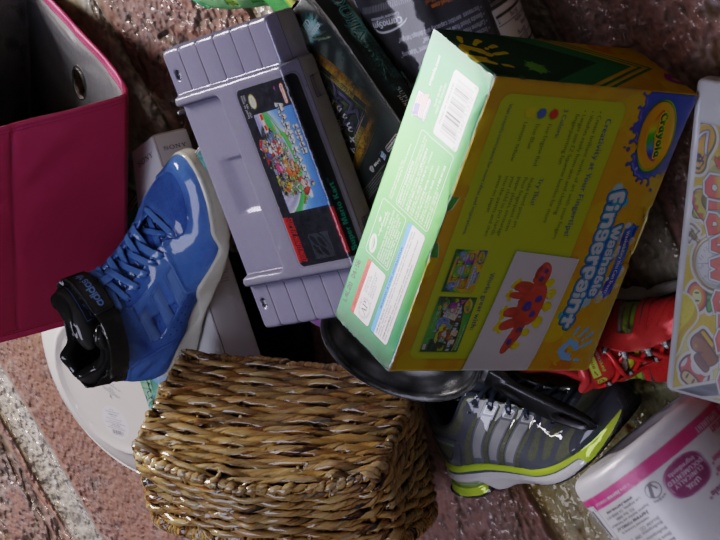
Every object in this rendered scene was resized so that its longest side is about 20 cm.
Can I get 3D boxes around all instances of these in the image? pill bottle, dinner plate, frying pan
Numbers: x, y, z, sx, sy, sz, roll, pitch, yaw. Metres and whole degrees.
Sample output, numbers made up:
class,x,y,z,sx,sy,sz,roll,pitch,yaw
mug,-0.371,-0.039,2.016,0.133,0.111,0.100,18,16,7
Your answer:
class,x,y,z,sx,sy,sz,roll,pitch,yaw
pill bottle,0.059,-0.142,1.489,0.106,0.106,0.201,-7,110,46
dinner plate,-0.209,0.095,1.979,0.200,0.024,0.201,26,133,31
frying pan,0.064,0.051,1.546,0.189,0.031,0.115,6,140,20
pill bottle,0.244,0.187,1.526,0.200,0.113,0.113,52,140,3

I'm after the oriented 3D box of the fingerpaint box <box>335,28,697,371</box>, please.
class,x,y,z,sx,sy,sz,roll,pitch,yaw
fingerpaint box,0.095,-0.041,1.428,0.073,0.166,0.201,44,124,45

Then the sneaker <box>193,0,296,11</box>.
class,x,y,z,sx,sy,sz,roll,pitch,yaw
sneaker,-0.074,-0.213,1.602,0.200,0.074,0.084,42,137,30

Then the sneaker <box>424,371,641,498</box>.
class,x,y,z,sx,sy,sz,roll,pitch,yaw
sneaker,0.114,0.105,1.624,0.200,0.074,0.081,-22,107,48

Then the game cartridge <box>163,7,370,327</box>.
class,x,y,z,sx,sy,sz,roll,pitch,yaw
game cartridge,-0.054,-0.063,1.505,0.129,0.038,0.201,-9,104,57

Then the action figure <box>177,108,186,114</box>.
class,x,y,z,sx,sy,sz,roll,pitch,yaw
action figure,-0.037,-0.111,1.612,0.199,0.102,0.119,8,128,49

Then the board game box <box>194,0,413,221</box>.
class,x,y,z,sx,sy,sz,roll,pitch,yaw
board game box,-0.030,-0.081,1.516,0.136,0.028,0.200,56,143,12

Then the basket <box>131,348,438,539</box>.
class,x,y,z,sx,sy,sz,roll,pitch,yaw
basket,-0.054,0.162,1.679,0.199,0.143,0.150,5,131,15

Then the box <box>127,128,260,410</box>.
class,x,y,z,sx,sy,sz,roll,pitch,yaw
box,-0.149,0.007,1.800,0.144,0.036,0.201,-30,75,55

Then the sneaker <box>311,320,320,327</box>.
class,x,y,z,sx,sy,sz,roll,pitch,yaw
sneaker,0.000,0.001,1.622,0.114,0.073,0.201,28,150,5

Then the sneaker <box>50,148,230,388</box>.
class,x,y,z,sx,sy,sz,roll,pitch,yaw
sneaker,-0.168,0.005,1.696,0.077,0.111,0.201,49,137,34

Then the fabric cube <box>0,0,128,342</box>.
class,x,y,z,sx,sy,sz,roll,pitch,yaw
fabric cube,-0.302,-0.078,1.778,0.196,0.199,0.200,47,144,44

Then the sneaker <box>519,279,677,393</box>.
class,x,y,z,sx,sy,sz,roll,pitch,yaw
sneaker,0.179,0.054,1.522,0.199,0.085,0.077,2,118,44

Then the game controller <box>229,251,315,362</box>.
class,x,y,z,sx,sy,sz,roll,pitch,yaw
game controller,-0.079,0.078,1.837,0.104,0.042,0.201,8,123,24

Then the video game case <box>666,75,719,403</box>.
class,x,y,z,sx,sy,sz,roll,pitch,yaw
video game case,0.274,-0.005,1.390,0.181,0.023,0.201,14,107,38
